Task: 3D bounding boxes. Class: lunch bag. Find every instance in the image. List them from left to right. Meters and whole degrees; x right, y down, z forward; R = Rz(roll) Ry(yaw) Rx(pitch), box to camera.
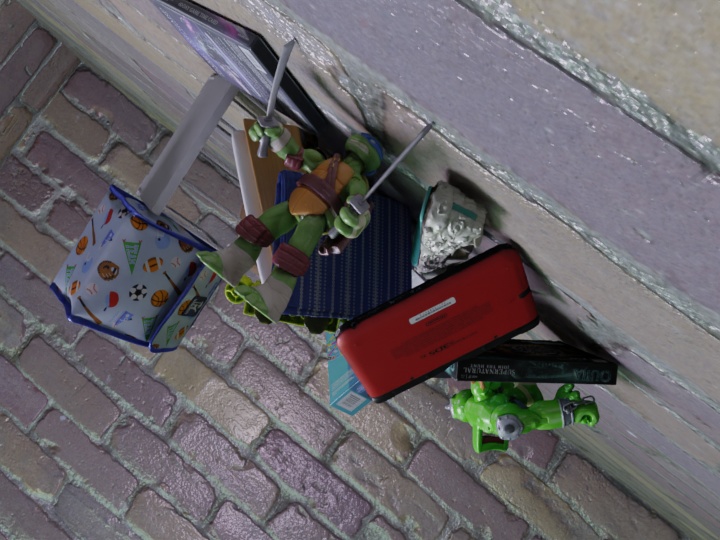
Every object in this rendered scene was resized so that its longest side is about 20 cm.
[{"bbox_3d":[-0.289,0.012,0.914,0.123,0.172,0.199,37,-178,43],"label":"lunch bag"}]

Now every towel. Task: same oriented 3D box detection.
[{"bbox_3d":[-0.015,-0.019,0.719,0.197,0.149,0.024,10,167,-43],"label":"towel"}]

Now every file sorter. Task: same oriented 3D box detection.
[{"bbox_3d":[-0.199,-0.149,0.921,0.123,0.203,0.138,33,179,-31],"label":"file sorter"}]

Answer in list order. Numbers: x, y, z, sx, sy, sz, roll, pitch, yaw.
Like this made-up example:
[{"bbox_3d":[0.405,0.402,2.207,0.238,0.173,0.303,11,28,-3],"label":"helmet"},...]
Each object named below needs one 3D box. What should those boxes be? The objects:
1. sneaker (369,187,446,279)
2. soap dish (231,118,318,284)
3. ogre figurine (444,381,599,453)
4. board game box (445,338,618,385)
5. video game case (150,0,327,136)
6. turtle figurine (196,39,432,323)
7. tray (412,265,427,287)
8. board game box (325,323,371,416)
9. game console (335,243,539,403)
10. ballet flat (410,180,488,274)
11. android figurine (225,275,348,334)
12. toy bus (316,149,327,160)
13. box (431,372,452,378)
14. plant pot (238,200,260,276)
[{"bbox_3d":[0.042,-0.050,0.854,0.199,0.076,0.080,38,163,-36],"label":"sneaker"},{"bbox_3d":[-0.080,-0.072,0.769,0.157,0.079,0.206,-59,-43,-83],"label":"soap dish"},{"bbox_3d":[0.188,0.169,0.815,0.117,0.101,0.200,-10,-157,-22],"label":"ogre figurine"},{"bbox_3d":[0.186,0.107,0.795,0.194,0.029,0.135,4,-176,-11],"label":"board game box"},{"bbox_3d":[-0.133,-0.227,0.710,0.199,0.019,0.143,37,176,34],"label":"video game case"},{"bbox_3d":[-0.060,-0.070,0.570,0.143,0.195,0.200,38,174,-1],"label":"turtle figurine"},{"bbox_3d":[0.000,0.000,0.874,0.107,0.022,0.198,42,148,-25],"label":"tray"},{"bbox_3d":[0.014,0.080,0.945,0.046,0.151,0.203,30,-147,-29],"label":"board game box"},{"bbox_3d":[0.078,0.043,0.712,0.174,0.196,0.120,59,-174,-41],"label":"game console"},{"bbox_3d":[0.084,-0.032,0.638,0.071,0.072,0.200,37,177,5],"label":"ballet flat"},{"bbox_3d":[-0.084,0.042,0.857,0.177,0.042,0.200,12,-174,-3],"label":"android figurine"},{"bbox_3d":[-0.036,-0.075,0.901,0.200,0.064,0.079,46,-144,-29],"label":"toy bus"},{"bbox_3d":[0.089,0.094,1.053,0.155,0.045,0.201,1,-152,-3],"label":"box"},{"bbox_3d":[-0.121,-0.079,1.187,0.091,0.205,0.201,11,163,30],"label":"plant pot"}]
